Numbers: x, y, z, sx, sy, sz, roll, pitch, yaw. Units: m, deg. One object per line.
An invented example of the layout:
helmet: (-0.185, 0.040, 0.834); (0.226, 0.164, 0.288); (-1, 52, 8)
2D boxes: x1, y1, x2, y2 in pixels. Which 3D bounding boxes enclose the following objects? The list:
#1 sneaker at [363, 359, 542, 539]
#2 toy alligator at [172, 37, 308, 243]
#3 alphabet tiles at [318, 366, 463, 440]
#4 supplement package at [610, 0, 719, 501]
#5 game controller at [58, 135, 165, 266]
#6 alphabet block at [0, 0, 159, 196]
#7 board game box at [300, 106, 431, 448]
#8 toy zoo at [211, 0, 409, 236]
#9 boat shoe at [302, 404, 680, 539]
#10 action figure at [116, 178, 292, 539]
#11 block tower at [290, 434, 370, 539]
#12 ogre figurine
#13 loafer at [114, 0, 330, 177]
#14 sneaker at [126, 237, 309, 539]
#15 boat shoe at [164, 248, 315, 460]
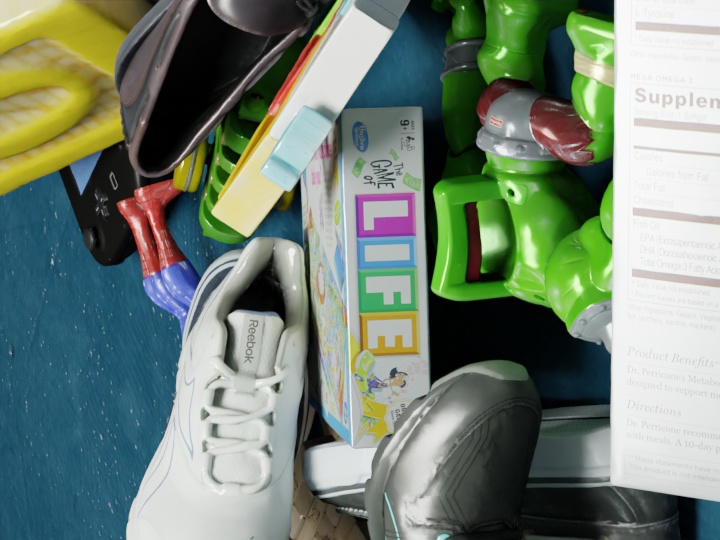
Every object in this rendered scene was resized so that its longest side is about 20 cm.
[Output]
sneaker: (0.039, 0.131, 0.952); (0.079, 0.075, 0.201); (41, 124, 45)
toy alligator: (-0.048, -0.075, 1.157); (0.054, 0.059, 0.201); (-89, 15, -46)
alphabet tiles: (0.026, 0.133, 1.161); (0.166, 0.006, 0.201); (-34, 69, 57)
supplement package: (0.149, -0.034, 0.779); (0.109, 0.114, 0.202); (6, 107, 26)
game controller: (-0.159, -0.105, 1.354); (0.104, 0.042, 0.201); (115, 136, -62)
alphabet block: (-0.213, -0.161, 1.229); (0.194, 0.196, 0.201); (-24, 74, 14)
board game box: (0.000, 0.000, 1.050); (0.200, 0.034, 0.136); (-160, 68, -84)
toy zoo: (-0.004, -0.098, 0.986); (0.020, 0.200, 0.131); (32, 134, -6)
boat shoe: (0.050, 0.099, 1.031); (0.199, 0.072, 0.071); (-6, 95, 48)
action figure: (-0.071, 0.051, 1.259); (0.065, 0.051, 0.201); (-21, 85, 64)
block tower: (0.035, 0.162, 1.099); (0.200, 0.058, 0.054); (55, 141, 31)
ogre figurine: (0.075, -0.046, 0.948); (0.199, 0.098, 0.121); (23, 107, 41)
loafer: (-0.050, -0.112, 1.065); (0.200, 0.071, 0.063); (-47, 32, 45)
sneaker: (-0.059, 0.068, 1.077); (0.087, 0.074, 0.201); (105, 171, -46)
boat shoe: (-0.067, 0.094, 1.180); (0.070, 0.091, 0.202); (7, 101, 14)
